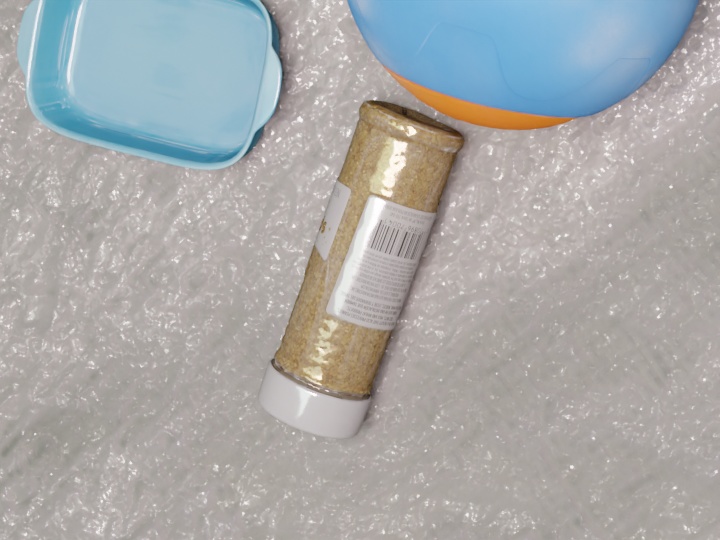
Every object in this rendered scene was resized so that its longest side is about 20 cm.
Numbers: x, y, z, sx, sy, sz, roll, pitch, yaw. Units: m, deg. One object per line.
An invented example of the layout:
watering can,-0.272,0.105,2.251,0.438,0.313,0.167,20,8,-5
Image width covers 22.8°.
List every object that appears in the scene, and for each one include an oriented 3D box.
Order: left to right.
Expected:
casserole dish,-0.132,-0.135,1.160,0.199,0.039,0.122,15,98,23
sprinkles bottle,0.000,0.000,1.089,0.068,0.068,0.201,24,102,22
treat dispenser ball,0.087,-0.177,0.968,0.200,0.201,0.202,1,93,24
